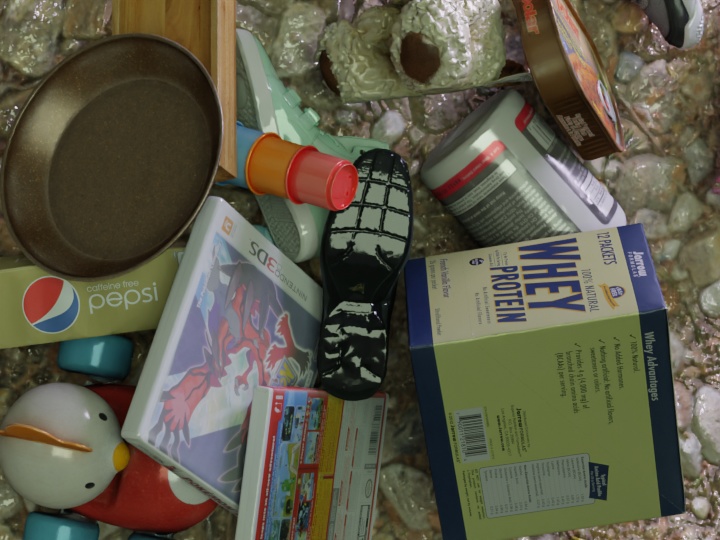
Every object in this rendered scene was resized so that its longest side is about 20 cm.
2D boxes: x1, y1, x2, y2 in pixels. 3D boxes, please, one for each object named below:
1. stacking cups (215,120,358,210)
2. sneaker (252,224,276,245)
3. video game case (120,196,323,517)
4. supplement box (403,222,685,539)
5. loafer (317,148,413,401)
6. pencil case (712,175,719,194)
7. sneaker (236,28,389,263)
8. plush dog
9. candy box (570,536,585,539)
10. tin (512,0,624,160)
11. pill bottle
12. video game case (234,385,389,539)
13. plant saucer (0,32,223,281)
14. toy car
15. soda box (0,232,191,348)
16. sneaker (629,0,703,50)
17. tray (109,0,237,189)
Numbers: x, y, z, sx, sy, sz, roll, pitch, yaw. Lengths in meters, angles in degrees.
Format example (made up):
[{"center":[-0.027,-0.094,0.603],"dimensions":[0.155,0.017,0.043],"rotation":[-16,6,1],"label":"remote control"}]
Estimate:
[{"center":[-0.094,-0.088,1.561],"dimensions":[0.060,0.199,0.061],"rotation":[-27,125,-45],"label":"stacking cups"},{"center":[-0.070,0.058,1.626],"dimensions":[0.081,0.074,0.202],"rotation":[-17,95,-8],"label":"sneaker"},{"center":[-0.095,0.074,1.531],"dimensions":[0.182,0.023,0.202],"rotation":[42,58,-47],"label":"video game case"},{"center":[0.148,0.093,1.584],"dimensions":[0.198,0.135,0.202],"rotation":[-9,120,4],"label":"supplement box"},{"center":[0.000,0.000,1.589],"dimensions":[0.072,0.072,0.202],"rotation":[12,97,-2],"label":"loafer"},{"center":[0.352,-0.157,1.713],"dimensions":[0.086,0.083,0.202],"rotation":[3,91,-13],"label":"pencil case"},{"center":[-0.043,-0.113,1.639],"dimensions":[0.117,0.074,0.202],"rotation":[-17,82,-33],"label":"sneaker"},{"center":[0.061,-0.231,1.602],"dimensions":[0.159,0.199,0.174],"rotation":[-8,93,-28],"label":"plush dog"},{"center":[0.205,0.342,1.715],"dimensions":[0.101,0.026,0.202],"rotation":[17,87,-10],"label":"candy box"},{"center":[0.172,-0.166,1.626],"dimensions":[0.041,0.200,0.113],"rotation":[-14,63,18],"label":"tin"},{"center":[0.152,-0.045,1.655],"dimensions":[0.111,0.111,0.200],"rotation":[-44,99,-8],"label":"pill bottle"},{"center":[-0.037,0.167,1.591],"dimensions":[0.017,0.200,0.145],"rotation":[7,89,28],"label":"video game case"},{"center":[-0.185,-0.083,1.515],"dimensions":[0.199,0.037,0.202],"rotation":[-9,69,24],"label":"plant saucer"},{"center":[-0.203,0.139,1.513],"dimensions":[0.175,0.200,0.186],"rotation":[10,85,15],"label":"toy car"},{"center":[-0.211,0.016,1.555],"dimensions":[0.198,0.068,0.065],"rotation":[-7,100,0],"label":"soda box"},{"center":[0.205,-0.262,1.685],"dimensions":[0.113,0.075,0.201],"rotation":[-29,91,-10],"label":"sneaker"},{"center":[-0.148,-0.162,1.566],"dimensions":[0.098,0.037,0.202],"rotation":[-10,69,22],"label":"tray"}]
